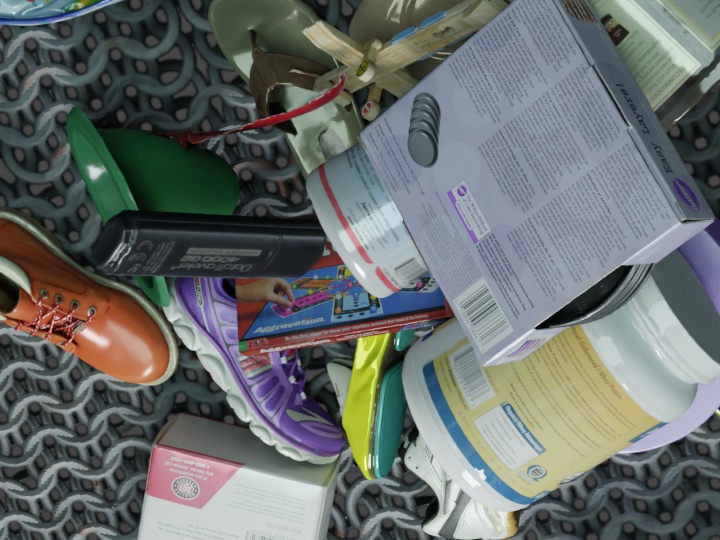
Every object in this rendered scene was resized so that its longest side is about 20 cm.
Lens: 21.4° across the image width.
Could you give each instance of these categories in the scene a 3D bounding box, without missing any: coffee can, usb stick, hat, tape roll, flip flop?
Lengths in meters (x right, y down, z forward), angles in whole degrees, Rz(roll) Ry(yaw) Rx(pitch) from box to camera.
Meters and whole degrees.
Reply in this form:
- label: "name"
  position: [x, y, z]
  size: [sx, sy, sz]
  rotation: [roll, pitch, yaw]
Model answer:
- label: "coffee can"
  position: [0.175, -0.204, 1.304]
  size: [0.200, 0.146, 0.146]
  rotation: [44, 109, 1]
- label: "usb stick"
  position: [-0.105, -0.018, 1.376]
  size: [0.055, 0.200, 0.033]
  rotation: [-51, 57, 31]
- label: "hat"
  position: [-0.109, -0.079, 1.460]
  size: [0.176, 0.200, 0.166]
  rotation: [-26, 124, -13]
- label: "tape roll"
  position: [0.195, 0.034, 1.435]
  size: [0.200, 0.066, 0.200]
  rotation: [3, 100, 18]
- label: "flip flop"
  position: [-0.048, -0.131, 1.452]
  size: [0.081, 0.058, 0.200]
  rotation: [-25, 100, 16]

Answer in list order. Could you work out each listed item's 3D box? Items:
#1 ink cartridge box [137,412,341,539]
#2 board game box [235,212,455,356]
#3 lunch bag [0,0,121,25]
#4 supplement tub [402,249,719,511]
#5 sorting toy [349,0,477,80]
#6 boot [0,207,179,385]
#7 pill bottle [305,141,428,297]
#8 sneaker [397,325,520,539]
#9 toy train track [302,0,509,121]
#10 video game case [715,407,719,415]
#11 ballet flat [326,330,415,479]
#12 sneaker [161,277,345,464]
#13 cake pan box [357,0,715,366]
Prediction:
- label: "ink cartridge box"
  position: [-0.107, 0.234, 1.557]
  size: [0.146, 0.083, 0.200]
  rotation: [13, 108, 6]
- label: "board game box"
  position: [0.000, 0.000, 1.450]
  size: [0.200, 0.019, 0.103]
  rotation: [-10, 69, 16]
- label: "lunch bag"
  position: [-0.234, -0.241, 1.396]
  size: [0.200, 0.170, 0.128]
  rotation: [13, 109, 7]
- label: "supplement tub"
  position: [0.146, 0.066, 1.346]
  size: [0.200, 0.145, 0.145]
  rotation: [-33, 98, 21]
- label: "sorting toy"
  position: [0.116, -0.204, 1.417]
  size: [0.200, 0.036, 0.185]
  rotation: [32, 109, 5]
- label: "boot"
  position: [-0.238, 0.036, 1.512]
  size: [0.200, 0.107, 0.075]
  rotation: [35, 107, -3]
- label: "pill bottle"
  position: [0.069, -0.073, 1.378]
  size: [0.200, 0.109, 0.109]
  rotation: [-31, 99, 8]
- label: "sneaker"
  position: [0.068, 0.124, 1.496]
  size: [0.088, 0.076, 0.200]
  rotation: [-7, 104, 12]
- label: "toy train track"
  position: [0.031, -0.148, 1.347]
  size: [0.115, 0.033, 0.200]
  rotation: [29, 151, -28]
- label: "video game case"
  position: [0.356, 0.050, 1.448]
  size: [0.181, 0.026, 0.200]
  rotation: [36, 109, -1]
- label: "ballet flat"
  position: [0.009, 0.063, 1.501]
  size: [0.067, 0.067, 0.200]
  rotation: [15, 103, 20]
- label: "sneaker"
  position: [-0.075, 0.068, 1.507]
  size: [0.083, 0.081, 0.200]
  rotation: [-37, 96, 12]
- label: "cake pan box"
  position: [0.112, -0.060, 1.242]
  size: [0.184, 0.052, 0.200]
  rotation: [-41, 68, 35]
